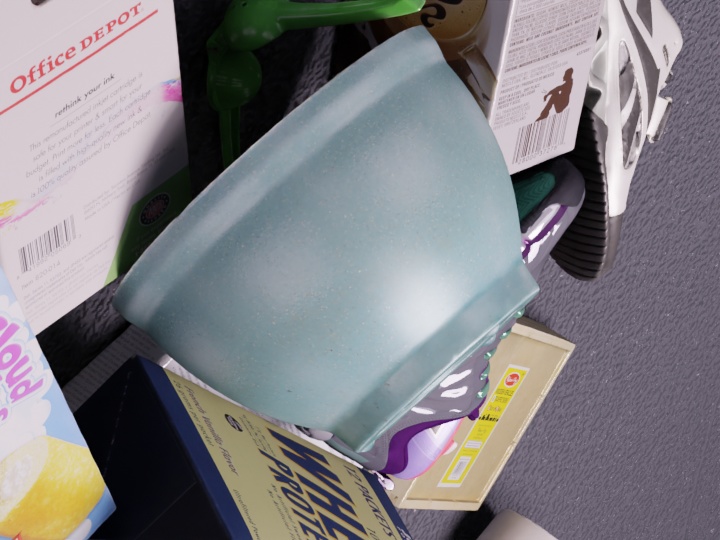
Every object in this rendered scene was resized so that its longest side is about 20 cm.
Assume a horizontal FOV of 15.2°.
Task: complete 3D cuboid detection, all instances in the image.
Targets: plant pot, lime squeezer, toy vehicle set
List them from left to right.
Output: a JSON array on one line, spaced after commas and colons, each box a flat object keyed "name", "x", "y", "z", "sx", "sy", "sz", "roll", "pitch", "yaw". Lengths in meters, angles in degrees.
[{"name": "lime squeezer", "x": -0.043, "y": -0.098, "z": 1.312, "sx": 0.200, "sy": 0.070, "sz": 0.038, "roll": -48, "pitch": -156, "yaw": 49}, {"name": "plant pot", "x": 0.000, "y": 0.000, "z": 1.285, "sx": 0.200, "sy": 0.134, "sz": 0.200, "roll": -42, "pitch": 176, "yaw": -3}, {"name": "toy vehicle set", "x": 0.068, "y": 0.084, "z": 1.612, "sx": 0.124, "sy": 0.026, "sz": 0.200, "roll": -59, "pitch": 164, "yaw": 3}]

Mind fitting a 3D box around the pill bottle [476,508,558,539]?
[{"name": "pill bottle", "x": 0.066, "y": 0.258, "z": 1.731, "sx": 0.200, "sy": 0.114, "sz": 0.114, "roll": -51, "pitch": 148, "yaw": -10}]

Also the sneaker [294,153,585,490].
[{"name": "sneaker", "x": 0.054, "y": 0.026, "z": 1.420, "sx": 0.200, "sy": 0.074, "sz": 0.088, "roll": -43, "pitch": 122, "yaw": 11}]

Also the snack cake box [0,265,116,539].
[{"name": "snack cake box", "x": -0.191, "y": 0.047, "z": 1.182, "sx": 0.067, "sy": 0.115, "sz": 0.200, "roll": -45, "pitch": 147, "yaw": -20}]

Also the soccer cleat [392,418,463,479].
[{"name": "soccer cleat", "x": 0.036, "y": 0.015, "z": 1.471, "sx": 0.076, "sy": 0.067, "sz": 0.201, "roll": 14, "pitch": 98, "yaw": -38}]

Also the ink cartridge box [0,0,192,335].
[{"name": "ink cartridge box", "x": -0.142, "y": -0.078, "z": 1.182, "sx": 0.117, "sy": 0.067, "sz": 0.200, "roll": -37, "pitch": 144, "yaw": -31}]

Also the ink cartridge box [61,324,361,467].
[{"name": "ink cartridge box", "x": -0.085, "y": 0.094, "z": 1.438, "sx": 0.200, "sy": 0.043, "sz": 0.197, "roll": -43, "pitch": 143, "yaw": -21}]

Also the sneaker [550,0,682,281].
[{"name": "sneaker", "x": 0.136, "y": -0.093, "z": 1.427, "sx": 0.088, "sy": 0.074, "sz": 0.201, "roll": -16, "pitch": 117, "yaw": -32}]

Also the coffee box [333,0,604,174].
[{"name": "coffee box", "x": 0.061, "y": -0.160, "z": 1.346, "sx": 0.080, "sy": 0.113, "sz": 0.200, "roll": -23, "pitch": 134, "yaw": -39}]

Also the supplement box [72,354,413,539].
[{"name": "supplement box", "x": -0.091, "y": 0.182, "z": 1.338, "sx": 0.200, "sy": 0.134, "sz": 0.200, "roll": -43, "pitch": 139, "yaw": 14}]
